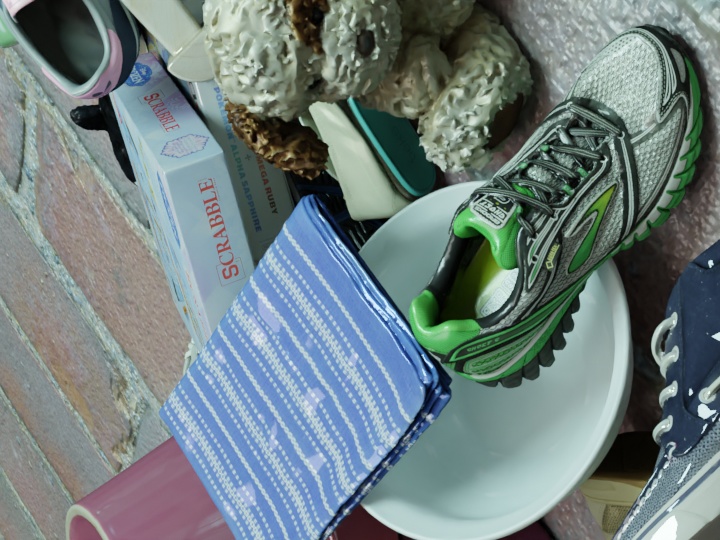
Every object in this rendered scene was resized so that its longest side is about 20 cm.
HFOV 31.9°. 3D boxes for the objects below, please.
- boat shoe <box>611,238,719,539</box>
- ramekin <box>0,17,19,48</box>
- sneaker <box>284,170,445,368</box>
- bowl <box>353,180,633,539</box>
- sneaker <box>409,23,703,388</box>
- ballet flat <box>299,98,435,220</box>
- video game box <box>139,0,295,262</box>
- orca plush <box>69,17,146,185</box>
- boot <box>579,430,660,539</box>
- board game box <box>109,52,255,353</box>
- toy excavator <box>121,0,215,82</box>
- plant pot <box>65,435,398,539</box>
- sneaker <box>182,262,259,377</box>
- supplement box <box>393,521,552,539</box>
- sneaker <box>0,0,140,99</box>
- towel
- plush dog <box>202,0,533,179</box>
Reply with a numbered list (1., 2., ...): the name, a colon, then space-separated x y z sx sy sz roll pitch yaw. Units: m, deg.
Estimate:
1. boat shoe: 0.164 0.063 0.590 0.093 0.200 0.075 46 -174 35
2. ramekin: -0.189 -0.231 0.854 0.199 0.199 0.099 -1 119 55
3. sneaker: 0.000 0.000 0.844 0.201 0.075 0.077 59 143 11
4. bowl: 0.077 0.058 0.725 0.199 0.090 0.204 -11 70 32
5. sneaker: 0.098 -0.031 0.624 0.078 0.085 0.202 36 101 35
6. ballet flat: -0.023 -0.120 0.782 0.069 0.069 0.202 -7 113 56
7. video game box: -0.104 -0.109 0.885 0.200 0.046 0.185 -154 49 -72
8. orca plush: -0.192 -0.122 0.990 0.200 0.070 0.106 102 149 -71
9. boot: 0.209 0.173 0.669 0.199 0.072 0.157 0 113 53
10. board game box: -0.111 -0.021 0.849 0.200 0.041 0.202 -128 22 -56
11. toy excavator: -0.134 -0.232 0.723 0.100 0.192 0.202 -112 43 -69
12. plant pot: -0.097 0.190 0.874 0.199 0.177 0.203 35 134 45
13. sneaker: -0.110 0.054 1.022 0.075 0.091 0.203 0 111 54
14. supplement box: 0.057 0.230 0.910 0.111 0.085 0.201 53 146 17
15. sneaker: -0.197 -0.187 0.724 0.201 0.070 0.082 52 -166 -21
16. towel: -0.041 0.075 0.720 0.145 0.024 0.201 54 126 25
17. plush dog: -0.009 -0.147 0.669 0.160 0.171 0.202 35 138 37
